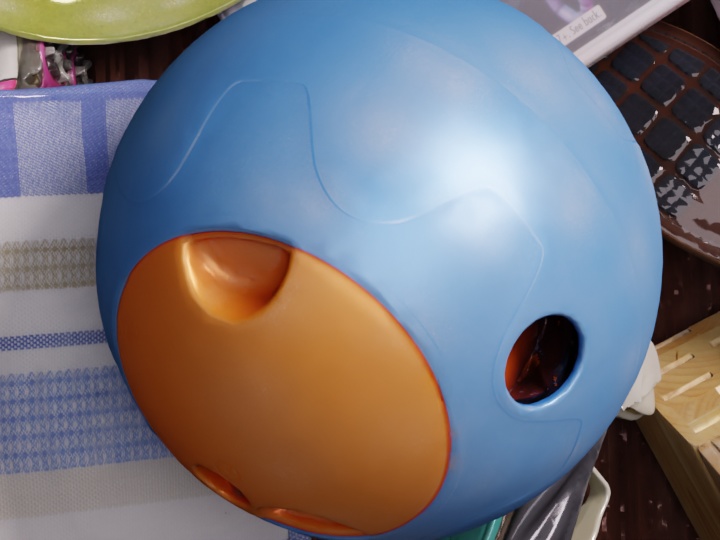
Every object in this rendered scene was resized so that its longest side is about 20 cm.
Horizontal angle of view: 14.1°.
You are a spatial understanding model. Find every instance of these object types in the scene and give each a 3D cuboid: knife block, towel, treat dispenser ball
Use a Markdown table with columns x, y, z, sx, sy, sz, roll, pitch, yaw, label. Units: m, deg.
| x | y | z | sx | sy | sz | roll | pitch | yaw | label |
| --- | --- | --- | --- | --- | --- | --- | --- | --- | --- |
| 0.186 | 0.129 | 1.148 | 0.064 | 0.200 | 0.176 | -26 | 123 | -10 | knife block |
| -0.088 | 0.028 | 1.100 | 0.146 | 0.024 | 0.201 | -6 | 91 | -34 | towel |
| 0.006 | -0.004 | 1.029 | 0.200 | 0.201 | 0.202 | 0 | 86 | -7 | treat dispenser ball |

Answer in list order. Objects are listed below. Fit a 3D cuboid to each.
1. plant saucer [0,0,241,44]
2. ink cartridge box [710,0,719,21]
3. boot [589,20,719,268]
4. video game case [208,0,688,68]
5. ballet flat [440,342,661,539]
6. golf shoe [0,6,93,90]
| x | y | z | sx | sy | sz | roll | pitch | yaw | label |
| --- | --- | --- | --- | --- | --- | --- | --- | --- | --- |
| -0.091 | -0.175 | 1.069 | 0.199 | 0.031 | 0.201 | -11 | 129 | -13 | plant saucer |
| 0.213 | -0.135 | 1.147 | 0.160 | 0.050 | 0.201 | -14 | 62 | -15 | ink cartridge box |
| 0.152 | -0.026 | 1.171 | 0.200 | 0.097 | 0.075 | 41 | 84 | 20 | boot |
| 0.030 | -0.148 | 1.125 | 0.200 | 0.023 | 0.182 | -33 | 86 | 12 | video game case |
| 0.075 | 0.061 | 1.132 | 0.073 | 0.073 | 0.201 | 21 | 83 | -5 | ballet flat |
| -0.158 | -0.011 | 1.126 | 0.092 | 0.073 | 0.201 | 7 | 79 | 16 | golf shoe |
